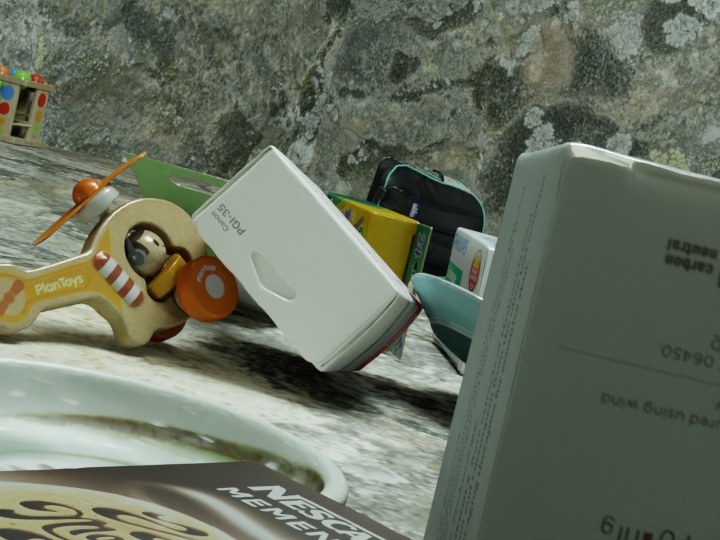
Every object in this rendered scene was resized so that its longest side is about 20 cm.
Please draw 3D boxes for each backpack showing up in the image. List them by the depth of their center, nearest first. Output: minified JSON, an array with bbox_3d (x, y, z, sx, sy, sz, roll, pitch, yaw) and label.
[{"bbox_3d":[0.101,-0.084,2.277,0.198,0.177,0.153,17,8,-11],"label":"backpack"}]

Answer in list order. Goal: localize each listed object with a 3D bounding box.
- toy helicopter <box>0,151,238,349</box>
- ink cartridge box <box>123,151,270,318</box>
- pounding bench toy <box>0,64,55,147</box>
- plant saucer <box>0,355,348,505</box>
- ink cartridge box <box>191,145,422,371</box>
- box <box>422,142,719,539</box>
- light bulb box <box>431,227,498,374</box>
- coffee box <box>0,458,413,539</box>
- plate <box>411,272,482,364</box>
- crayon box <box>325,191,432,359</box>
[{"bbox_3d":[-0.186,-0.006,0.949,0.079,0.133,0.199,-20,-2,42],"label":"toy helicopter"},{"bbox_3d":[-0.134,-0.024,1.224,0.144,0.048,0.200,16,-19,12],"label":"ink cartridge box"},{"bbox_3d":[-0.771,-0.362,2.947,0.123,0.157,0.200,16,5,16],"label":"pounding bench toy"},{"bbox_3d":[-0.105,0.083,0.539,0.198,0.051,0.200,14,4,-1],"label":"plant saucer"},{"bbox_3d":[-0.033,-0.001,1.035,0.147,0.083,0.200,49,2,8],"label":"ink cartridge box"},{"bbox_3d":[0.137,0.070,0.516,0.197,0.202,0.171,13,3,0],"label":"box"},{"bbox_3d":[0.189,0.047,1.354,0.198,0.126,0.198,13,6,-6],"label":"light bulb box"},{"bbox_3d":[-0.064,0.099,0.307,0.112,0.081,0.199,17,6,38],"label":"coffee box"},{"bbox_3d":[0.114,0.071,1.048,0.200,0.026,0.200,36,-10,7],"label":"plate"},{"bbox_3d":[0.000,0.000,1.320,0.051,0.127,0.200,12,5,-19],"label":"crayon box"}]
